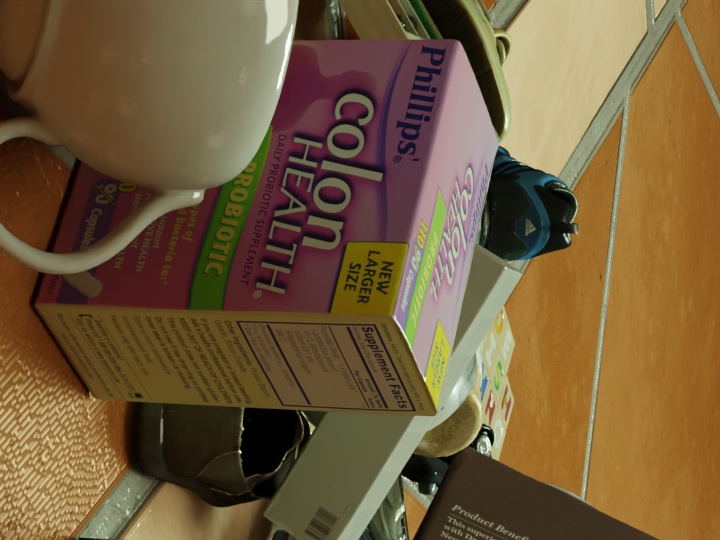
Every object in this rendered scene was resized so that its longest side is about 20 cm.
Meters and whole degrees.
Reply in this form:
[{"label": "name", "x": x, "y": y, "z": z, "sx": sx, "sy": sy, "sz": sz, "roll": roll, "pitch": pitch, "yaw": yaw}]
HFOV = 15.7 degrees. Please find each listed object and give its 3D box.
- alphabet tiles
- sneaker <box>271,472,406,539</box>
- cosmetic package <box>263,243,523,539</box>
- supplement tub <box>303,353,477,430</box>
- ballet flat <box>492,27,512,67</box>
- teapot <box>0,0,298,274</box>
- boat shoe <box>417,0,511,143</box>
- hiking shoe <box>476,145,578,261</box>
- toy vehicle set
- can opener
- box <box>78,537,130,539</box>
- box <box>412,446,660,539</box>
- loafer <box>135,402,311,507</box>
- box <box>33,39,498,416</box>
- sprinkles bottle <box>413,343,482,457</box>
[{"label": "alphabet tiles", "x": 0.092, "y": 0.077, "z": 2.081, "sx": 0.200, "sy": 0.008, "sz": 0.167, "roll": 71, "pitch": 27, "yaw": -44}, {"label": "sneaker", "x": -0.010, "y": 0.192, "z": 1.628, "sx": 0.200, "sy": 0.086, "sz": 0.078, "roll": -98, "pitch": -178, "yaw": -51}, {"label": "cosmetic package", "x": 0.020, "y": 0.072, "z": 1.550, "sx": 0.200, "sy": 0.051, "sz": 0.083, "roll": -58, "pitch": 168, "yaw": 3}, {"label": "supplement tub", "x": 0.000, "y": 0.000, "z": 1.635, "sx": 0.123, "sy": 0.122, "sz": 0.200, "roll": -67, "pitch": 152, "yaw": -46}, {"label": "ballet flat", "x": 0.067, "y": -0.110, "z": 1.910, "sx": 0.069, "sy": 0.063, "sz": 0.200, "roll": 69, "pitch": 30, "yaw": -47}, {"label": "teapot", "x": -0.120, "y": -0.131, "z": 1.259, "sx": 0.200, "sy": 0.146, "sz": 0.198, "roll": -102, "pitch": -154, "yaw": -44}, {"label": "boat shoe", "x": 0.051, "y": -0.173, "z": 1.741, "sx": 0.063, "sy": 0.073, "sz": 0.201, "roll": -18, "pitch": 75, "yaw": -55}, {"label": "hiking shoe", "x": 0.105, "y": -0.041, "z": 1.794, "sx": 0.200, "sy": 0.086, "sz": 0.075, "roll": -77, "pitch": 172, "yaw": -74}, {"label": "toy vehicle set", "x": 0.016, "y": -0.165, "z": 1.651, "sx": 0.200, "sy": 0.026, "sz": 0.124, "roll": 61, "pitch": 13, "yaw": 8}, {"label": "can opener", "x": 0.034, "y": 0.121, "z": 1.829, "sx": 0.200, "sy": 0.078, "sz": 0.064, "roll": 32, "pitch": 54, "yaw": -56}, {"label": "box", "x": -0.113, "y": 0.239, "z": 1.347, "sx": 0.035, "sy": 0.110, "sz": 0.201, "roll": 59, "pitch": 37, "yaw": -57}, {"label": "box", "x": 0.089, "y": 0.262, "z": 1.767, "sx": 0.164, "sy": 0.166, "sz": 0.200, "roll": -67, "pitch": 176, "yaw": 35}, {"label": "loafer", "x": -0.065, "y": 0.104, "z": 1.532, "sx": 0.200, "sy": 0.071, "sz": 0.073, "roll": 14, "pitch": 79, "yaw": -71}, {"label": "box", "x": -0.046, "y": -0.025, "z": 1.383, "sx": 0.097, "sy": 0.199, "sz": 0.176, "roll": 66, "pitch": 33, "yaw": -52}, {"label": "sprinkles bottle", "x": 0.052, "y": 0.045, "z": 1.800, "sx": 0.200, "sy": 0.068, "sz": 0.068, "roll": -86, "pitch": 167, "yaw": -58}]
